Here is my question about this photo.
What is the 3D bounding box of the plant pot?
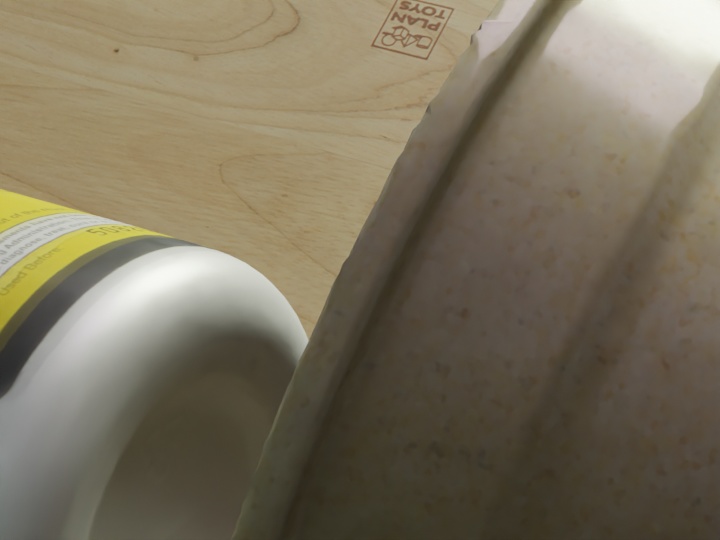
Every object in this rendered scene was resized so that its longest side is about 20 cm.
[{"bbox_3d":[0.097,0.055,0.381,0.183,0.202,0.200,25,8,15],"label":"plant pot"}]

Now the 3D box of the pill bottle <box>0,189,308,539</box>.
[{"bbox_3d":[-0.116,0.030,0.441,0.199,0.113,0.112,16,6,29],"label":"pill bottle"}]

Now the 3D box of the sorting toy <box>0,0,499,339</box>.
[{"bbox_3d":[-0.077,-0.004,0.586,0.199,0.200,0.070,17,-26,23],"label":"sorting toy"}]
